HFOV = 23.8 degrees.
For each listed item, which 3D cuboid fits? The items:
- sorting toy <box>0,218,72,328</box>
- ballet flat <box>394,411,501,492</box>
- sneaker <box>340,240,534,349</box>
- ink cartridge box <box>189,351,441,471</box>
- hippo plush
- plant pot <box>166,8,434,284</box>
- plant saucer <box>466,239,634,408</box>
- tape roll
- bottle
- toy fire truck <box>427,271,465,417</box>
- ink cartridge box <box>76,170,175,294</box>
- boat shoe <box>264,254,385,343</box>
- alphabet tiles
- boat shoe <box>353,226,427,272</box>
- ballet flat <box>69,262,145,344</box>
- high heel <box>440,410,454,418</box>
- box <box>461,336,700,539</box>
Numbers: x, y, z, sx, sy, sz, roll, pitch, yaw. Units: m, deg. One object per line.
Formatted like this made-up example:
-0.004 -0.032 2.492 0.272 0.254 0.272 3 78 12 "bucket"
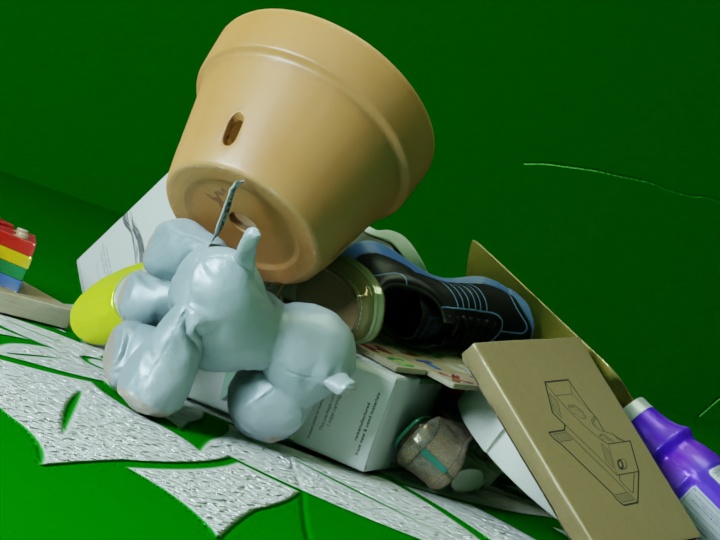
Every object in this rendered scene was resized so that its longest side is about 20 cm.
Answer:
-0.380 -0.027 1.547 0.200 0.070 0.199 18 3 -43 "sorting toy"
0.083 0.160 1.457 0.067 0.068 0.200 41 13 16 "ballet flat"
0.070 0.040 1.464 0.200 0.070 0.078 18 30 -26 "sneaker"
-0.051 0.092 1.435 0.200 0.084 0.145 21 3 18 "ink cartridge box"
-0.086 0.040 1.310 0.161 0.200 0.159 28 21 -27 "hippo plush"
-0.060 -0.084 1.344 0.200 0.140 0.200 23 -31 15 "plant pot"
0.178 0.082 1.607 0.200 0.048 0.200 45 -3 31 "plant saucer"
0.170 0.163 1.461 0.203 0.037 0.203 37 13 -10 "tape roll"
0.300 0.195 1.492 0.200 0.065 0.084 46 12 22 "bottle"
0.086 0.105 1.633 0.200 0.112 0.168 47 1 -33 "toy fire truck"
-0.151 -0.017 1.622 0.145 0.200 0.085 18 41 -43 "ink cartridge box"
-0.059 0.013 1.415 0.066 0.074 0.200 0 13 -40 "boat shoe"
0.054 0.069 1.457 0.166 0.006 0.200 8 11 -38 "alphabet tiles"
-0.002 -0.003 1.586 0.072 0.060 0.202 59 -14 -14 "boat shoe"
-0.159 0.014 1.517 0.200 0.067 0.067 -14 -12 -19 "ballet flat"
0.032 0.090 1.748 0.200 0.143 0.071 13 22 -15 "high heel"
0.180 0.142 1.379 0.163 0.021 0.200 0 53 -52 "box"
